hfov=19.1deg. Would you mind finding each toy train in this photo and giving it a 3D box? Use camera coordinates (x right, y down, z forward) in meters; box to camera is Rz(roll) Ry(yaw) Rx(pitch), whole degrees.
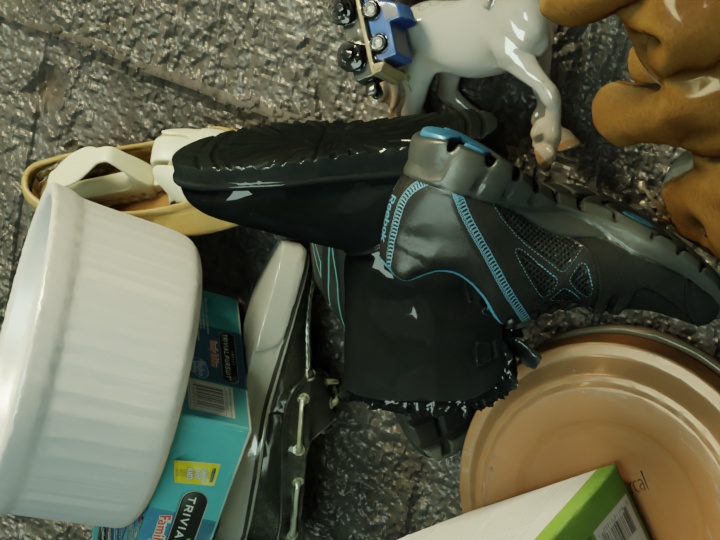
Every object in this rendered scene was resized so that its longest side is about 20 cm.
[{"bbox_3d":[-0.002,-0.195,1.211,0.045,0.034,0.202,-15,77,22],"label":"toy train"}]

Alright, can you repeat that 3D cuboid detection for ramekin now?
[{"bbox_3d":[-0.163,0.057,1.282,0.097,0.201,0.202,14,117,-14],"label":"ramekin"}]

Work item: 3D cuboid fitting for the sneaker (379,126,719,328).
[{"bbox_3d":[0.103,-0.006,1.143,0.199,0.073,0.083,22,99,-14],"label":"sneaker"}]

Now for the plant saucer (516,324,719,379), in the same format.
[{"bbox_3d":[0.162,0.125,1.263,0.198,0.029,0.202,8,109,24],"label":"plant saucer"}]

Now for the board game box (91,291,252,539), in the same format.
[{"bbox_3d":[-0.121,0.134,1.343,0.046,0.151,0.201,13,117,-14],"label":"board game box"}]

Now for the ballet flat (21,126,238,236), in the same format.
[{"bbox_3d":[-0.128,-0.055,1.326,0.198,0.069,0.063,-11,144,30],"label":"ballet flat"}]

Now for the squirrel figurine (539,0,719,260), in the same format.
[{"bbox_3d":[0.216,-0.091,1.108,0.198,0.141,0.188,-6,109,31],"label":"squirrel figurine"}]

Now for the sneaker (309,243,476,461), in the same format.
[{"bbox_3d":[0.020,0.017,1.290,0.079,0.075,0.202,6,118,55],"label":"sneaker"}]

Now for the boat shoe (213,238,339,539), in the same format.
[{"bbox_3d":[-0.048,0.080,1.342,0.063,0.071,0.202,9,104,-10],"label":"boat shoe"}]

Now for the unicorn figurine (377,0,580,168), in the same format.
[{"bbox_3d":[0.078,-0.128,1.200,0.198,0.074,0.139,-11,105,27],"label":"unicorn figurine"}]

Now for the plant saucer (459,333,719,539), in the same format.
[{"bbox_3d":[0.148,0.137,1.240,0.199,0.032,0.202,8,110,24],"label":"plant saucer"}]

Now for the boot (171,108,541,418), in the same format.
[{"bbox_3d":[-0.001,0.000,1.200,0.196,0.073,0.164,-4,113,4],"label":"boot"}]

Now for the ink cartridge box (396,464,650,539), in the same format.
[{"bbox_3d":[0.052,0.194,1.205,0.199,0.148,0.076,-23,96,32],"label":"ink cartridge box"}]
